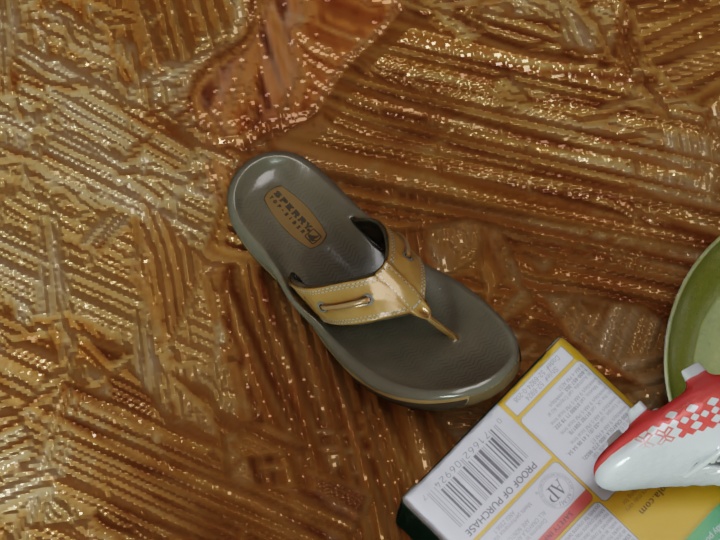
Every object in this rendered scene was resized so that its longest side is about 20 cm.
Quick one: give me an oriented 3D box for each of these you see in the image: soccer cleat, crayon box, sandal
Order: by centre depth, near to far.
[{"bbox_3d":[0.212,0.086,1.057,0.199,0.069,0.086,-16,66,-25],"label":"soccer cleat"},{"bbox_3d":[0.132,0.151,1.083,0.200,0.052,0.126,44,73,11],"label":"crayon box"},{"bbox_3d":[0.000,0.000,1.111,0.080,0.054,0.200,-40,67,-17],"label":"sandal"}]

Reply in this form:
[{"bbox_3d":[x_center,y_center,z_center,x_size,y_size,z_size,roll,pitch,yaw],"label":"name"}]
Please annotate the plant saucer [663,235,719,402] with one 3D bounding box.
[{"bbox_3d":[0.261,0.059,1.133,0.198,0.031,0.202,1,71,-3],"label":"plant saucer"}]
